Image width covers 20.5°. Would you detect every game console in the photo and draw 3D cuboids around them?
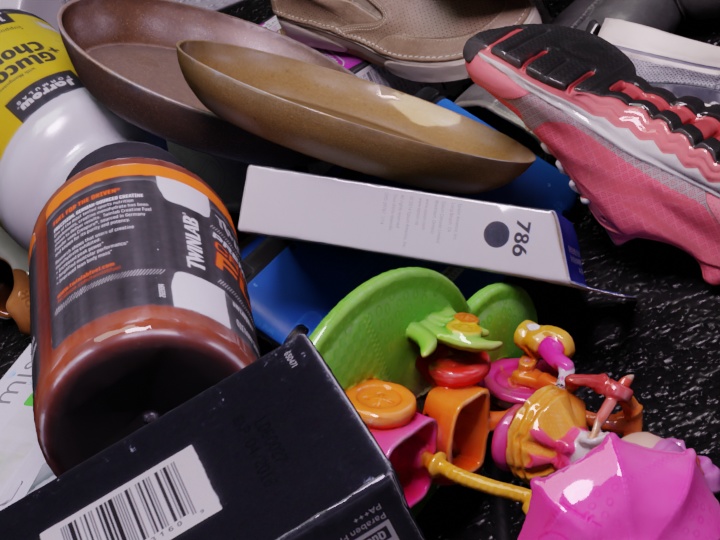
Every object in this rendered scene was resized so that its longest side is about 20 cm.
[{"bbox_3d":[0.000,0.000,1.151,0.170,0.119,0.200,34,58,19],"label":"game console"}]

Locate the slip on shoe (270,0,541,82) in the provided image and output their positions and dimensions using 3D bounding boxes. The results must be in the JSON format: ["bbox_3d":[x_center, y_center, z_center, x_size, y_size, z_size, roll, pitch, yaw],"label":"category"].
[{"bbox_3d":[0.021,-0.169,1.236,0.199,0.061,0.076,19,56,40],"label":"slip on shoe"}]

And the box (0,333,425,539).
[{"bbox_3d":[-0.052,0.171,0.782,0.199,0.199,0.123,-29,30,-4],"label":"box"}]

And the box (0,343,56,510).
[{"bbox_3d":[-0.138,0.141,0.988,0.175,0.097,0.200,4,44,36],"label":"box"}]

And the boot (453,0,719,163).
[{"bbox_3d":[0.164,-0.137,1.186,0.200,0.073,0.181,-37,19,-28],"label":"boot"}]

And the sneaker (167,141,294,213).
[{"bbox_3d":[-0.117,-0.092,1.328,0.198,0.071,0.099,15,20,23],"label":"sneaker"}]

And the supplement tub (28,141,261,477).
[{"bbox_3d":[-0.105,0.016,0.952,0.106,0.107,0.201,-24,34,5],"label":"supplement tub"}]

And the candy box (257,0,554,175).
[{"bbox_3d":[0.012,-0.151,1.326,0.199,0.061,0.136,-33,33,-11],"label":"candy box"}]

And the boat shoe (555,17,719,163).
[{"bbox_3d":[0.200,-0.068,1.078,0.199,0.075,0.093,17,83,32],"label":"boat shoe"}]

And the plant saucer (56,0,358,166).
[{"bbox_3d":[-0.085,-0.109,1.176,0.199,0.035,0.201,17,20,-7],"label":"plant saucer"}]

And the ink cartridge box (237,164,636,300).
[{"bbox_3d":[0.044,-0.019,1.021,0.198,0.040,0.099,11,0,10],"label":"ink cartridge box"}]

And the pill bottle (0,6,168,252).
[{"bbox_3d":[-0.185,-0.074,1.207,0.112,0.112,0.200,-36,45,-15],"label":"pill bottle"}]

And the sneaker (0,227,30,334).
[{"bbox_3d":[-0.227,-0.023,1.307,0.084,0.073,0.200,-33,31,-6],"label":"sneaker"}]

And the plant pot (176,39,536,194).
[{"bbox_3d":[-0.005,-0.079,1.055,0.200,0.199,0.028,35,109,55],"label":"plant pot"}]

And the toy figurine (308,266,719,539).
[{"bbox_3d":[0.087,0.092,0.898,0.183,0.151,0.199,23,31,35],"label":"toy figurine"}]

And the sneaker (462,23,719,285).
[{"bbox_3d":[0.128,-0.059,1.036,0.199,0.087,0.074,32,33,25],"label":"sneaker"}]

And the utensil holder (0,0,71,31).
[{"bbox_3d":[-0.265,-0.157,1.444,0.199,0.171,0.170,3,42,34],"label":"utensil holder"}]

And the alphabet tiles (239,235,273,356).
[{"bbox_3d":[-0.104,0.047,1.180,0.166,0.006,0.200,-34,33,-11],"label":"alphabet tiles"}]
